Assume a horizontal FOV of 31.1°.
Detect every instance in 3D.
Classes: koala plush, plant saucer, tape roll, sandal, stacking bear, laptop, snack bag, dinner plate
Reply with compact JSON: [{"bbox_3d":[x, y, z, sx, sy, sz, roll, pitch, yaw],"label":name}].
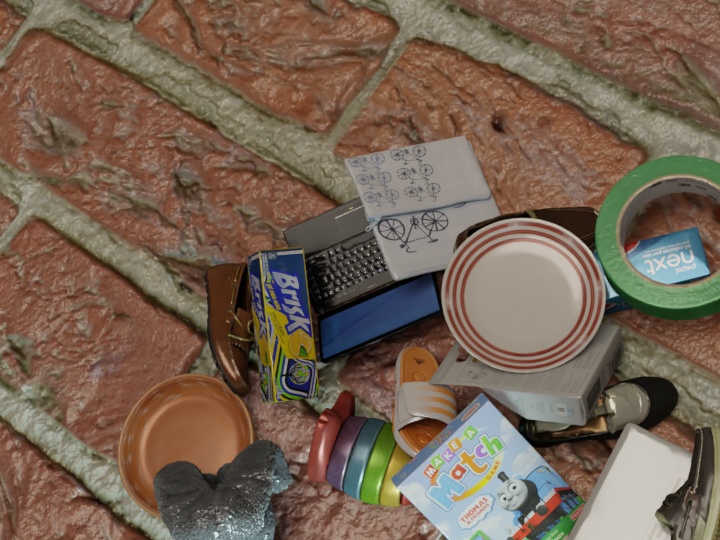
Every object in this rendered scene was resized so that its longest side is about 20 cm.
[{"bbox_3d":[-0.160,0.348,1.624,0.177,0.184,0.200,-14,107,0],"label":"koala plush"},{"bbox_3d":[-0.232,0.241,1.752,0.200,0.037,0.200,-6,71,16],"label":"plant saucer"},{"bbox_3d":[0.388,-0.040,1.573,0.200,0.048,0.201,-6,68,15],"label":"tape roll"},{"bbox_3d":[0.080,0.153,1.617,0.079,0.059,0.207,10,38,-14],"label":"sandal"},{"bbox_3d":[0.045,0.245,1.624,0.200,0.121,0.114,18,107,13],"label":"stacking bear"},{"bbox_3d":[0.000,0.000,1.721,0.177,0.103,0.200,-23,83,8],"label":"laptop"},{"bbox_3d":[0.093,-0.084,1.719,0.188,0.021,0.200,-11,63,-17],"label":"snack bag"},{"bbox_3d":[0.200,0.031,1.589,0.200,0.024,0.200,-3,70,7],"label":"dinner plate"}]

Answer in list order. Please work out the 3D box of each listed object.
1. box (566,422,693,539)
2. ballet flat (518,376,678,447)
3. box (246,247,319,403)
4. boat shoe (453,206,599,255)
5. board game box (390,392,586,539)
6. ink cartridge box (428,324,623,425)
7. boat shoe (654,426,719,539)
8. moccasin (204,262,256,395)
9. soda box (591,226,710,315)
[{"bbox_3d":[0.339,0.309,1.452,0.171,0.200,0.199,26,81,21],"label":"box"},{"bbox_3d":[0.291,0.178,1.585,0.200,0.068,0.068,-18,77,11],"label":"ballet flat"},{"bbox_3d":[-0.103,0.073,1.713,0.064,0.070,0.200,-5,85,-20],"label":"box"},{"bbox_3d":[0.222,-0.046,1.657,0.202,0.075,0.075,-15,67,-8],"label":"boat shoe"},{"bbox_3d":[0.158,0.269,1.549,0.151,0.037,0.200,-44,105,0],"label":"board game box"},{"bbox_3d":[0.207,0.120,1.603,0.200,0.047,0.160,3,32,29],"label":"ink cartridge box"},{"bbox_3d":[0.335,0.256,1.324,0.066,0.072,0.201,6,77,12],"label":"boat shoe"},{"bbox_3d":[-0.166,0.077,1.766,0.078,0.074,0.201,-14,50,7],"label":"moccasin"},{"bbox_3d":[0.336,0.008,1.634,0.200,0.064,0.068,-14,68,12],"label":"soda box"}]
